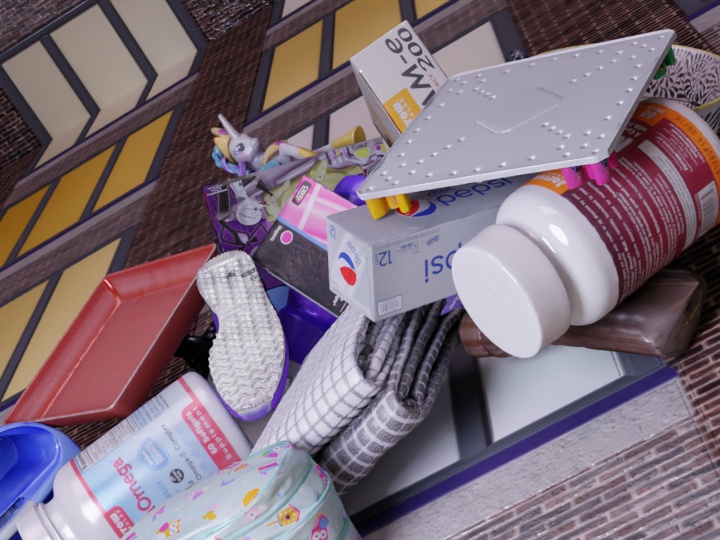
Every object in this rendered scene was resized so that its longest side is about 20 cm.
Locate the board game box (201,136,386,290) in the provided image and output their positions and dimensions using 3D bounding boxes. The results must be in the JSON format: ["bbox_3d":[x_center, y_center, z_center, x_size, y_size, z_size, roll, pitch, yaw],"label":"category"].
[{"bbox_3d":[-0.053,-0.055,1.399,0.198,0.121,0.032,-18,-1,-14],"label":"board game box"}]

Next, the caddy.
[{"bbox_3d":[-0.334,0.231,1.230,0.104,0.142,0.200,-11,31,51],"label":"caddy"}]

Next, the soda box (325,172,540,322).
[{"bbox_3d":[0.073,-0.027,1.035,0.198,0.064,0.068,-18,30,-28],"label":"soda box"}]

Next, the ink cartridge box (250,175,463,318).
[{"bbox_3d":[0.000,0.000,1.215,0.199,0.037,0.095,32,87,28],"label":"ink cartridge box"}]

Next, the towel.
[{"bbox_3d":[-0.002,0.097,1.068,0.166,0.085,0.200,-50,6,30],"label":"towel"}]

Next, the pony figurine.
[{"bbox_3d":[-0.069,-0.090,1.531,0.198,0.194,0.167,10,46,34],"label":"pony figurine"}]

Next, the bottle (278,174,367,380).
[{"bbox_3d":[-0.028,0.009,1.290,0.202,0.065,0.083,-65,17,-9],"label":"bottle"}]

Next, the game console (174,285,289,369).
[{"bbox_3d":[-0.142,0.043,1.391,0.199,0.117,0.177,-3,44,52],"label":"game console"}]

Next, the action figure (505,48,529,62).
[{"bbox_3d":[0.157,-0.103,1.308,0.118,0.102,0.202,15,88,29],"label":"action figure"}]

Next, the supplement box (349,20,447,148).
[{"bbox_3d":[0.062,-0.157,1.404,0.073,0.127,0.200,-34,-13,0],"label":"supplement box"}]

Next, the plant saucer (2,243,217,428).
[{"bbox_3d":[-0.230,0.073,1.290,0.198,0.037,0.201,-14,37,46],"label":"plant saucer"}]

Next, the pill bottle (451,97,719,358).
[{"bbox_3d":[0.167,-0.031,0.971,0.199,0.110,0.109,-35,20,-23],"label":"pill bottle"}]

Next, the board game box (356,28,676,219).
[{"bbox_3d":[0.121,-0.109,1.004,0.198,0.026,0.200,-7,29,33],"label":"board game box"}]

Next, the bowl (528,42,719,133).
[{"bbox_3d":[0.217,-0.118,1.141,0.198,0.095,0.201,-5,25,2],"label":"bowl"}]

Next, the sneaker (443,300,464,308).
[{"bbox_3d":[0.042,-0.002,1.299,0.086,0.075,0.200,-35,20,12],"label":"sneaker"}]

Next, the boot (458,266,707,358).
[{"bbox_3d":[0.198,0.009,1.061,0.198,0.065,0.187,-8,32,43],"label":"boot"}]

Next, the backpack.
[{"bbox_3d":[-0.097,0.213,0.943,0.198,0.127,0.167,-29,17,3],"label":"backpack"}]

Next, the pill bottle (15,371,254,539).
[{"bbox_3d":[-0.191,0.186,1.164,0.199,0.109,0.109,-37,21,-10],"label":"pill bottle"}]

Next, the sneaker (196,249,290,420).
[{"bbox_3d":[-0.090,0.074,1.200,0.069,0.100,0.201,-21,38,3],"label":"sneaker"}]
